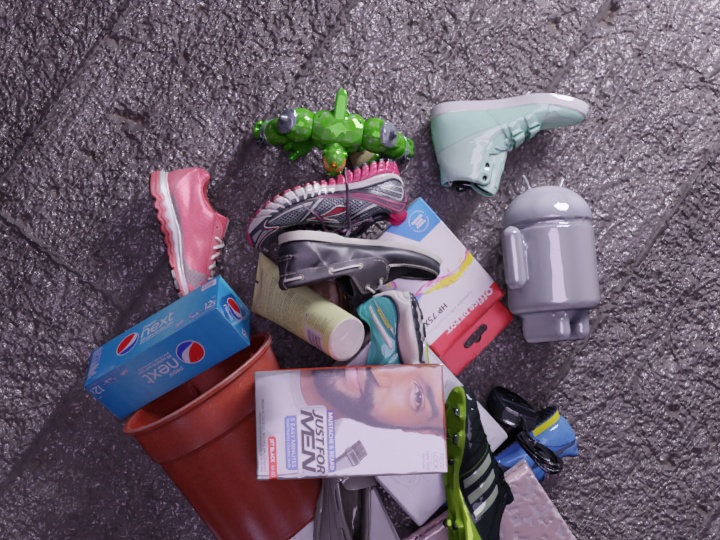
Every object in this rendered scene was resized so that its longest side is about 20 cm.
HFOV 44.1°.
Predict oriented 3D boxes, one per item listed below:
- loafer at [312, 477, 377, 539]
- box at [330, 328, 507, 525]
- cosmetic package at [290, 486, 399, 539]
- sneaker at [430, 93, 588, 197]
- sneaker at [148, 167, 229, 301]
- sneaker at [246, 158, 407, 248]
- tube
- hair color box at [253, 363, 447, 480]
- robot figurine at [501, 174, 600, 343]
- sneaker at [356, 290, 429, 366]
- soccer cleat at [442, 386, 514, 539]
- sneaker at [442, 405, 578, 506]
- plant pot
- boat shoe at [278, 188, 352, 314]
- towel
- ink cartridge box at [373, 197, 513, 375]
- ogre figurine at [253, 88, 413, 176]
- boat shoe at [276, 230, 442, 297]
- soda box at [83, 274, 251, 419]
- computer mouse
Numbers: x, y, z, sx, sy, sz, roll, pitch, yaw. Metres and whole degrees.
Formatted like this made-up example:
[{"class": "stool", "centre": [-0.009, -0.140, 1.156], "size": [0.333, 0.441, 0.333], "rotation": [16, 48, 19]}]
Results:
[{"class": "loafer", "centre": [-0.010, 0.222, 0.984], "size": [0.069, 0.069, 0.205], "rotation": [7, 98, 40]}, {"class": "box", "centre": [0.052, 0.174, 1.083], "size": [0.152, 0.106, 0.200], "rotation": [-43, 92, -3]}, {"class": "cosmetic package", "centre": [-0.055, 0.330, 1.076], "size": [0.197, 0.107, 0.092], "rotation": [-23, 91, -2]}, {"class": "sneaker", "centre": [0.188, -0.152, 1.110], "size": [0.196, 0.074, 0.121], "rotation": [-5, 83, 6]}, {"class": "sneaker", "centre": [-0.196, -0.031, 1.087], "size": [0.085, 0.074, 0.204], "rotation": [-15, 92, -8]}, {"class": "sneaker", "centre": [-0.039, -0.066, 1.042], "size": [0.196, 0.081, 0.076], "rotation": [-19, 83, -3]}, {"class": "tube", "centre": [-0.072, 0.044, 1.043], "size": [0.058, 0.199, 0.052], "rotation": [-49, 131, -13]}, {"class": "hair color box", "centre": [-0.010, 0.156, 0.926], "size": [0.195, 0.064, 0.114], "rotation": [-3, 83, 1]}, {"class": "robot figurine", "centre": [0.232, -0.015, 1.089], "size": [0.167, 0.112, 0.205], "rotation": [3, 82, -45]}, {"class": "sneaker", "centre": [0.041, 0.126, 1.004], "size": [0.078, 0.077, 0.205], "rotation": [-9, 85, 15]}, {"class": "soccer cleat", "centre": [0.131, 0.231, 1.010], "size": [0.079, 0.067, 0.205], "rotation": [-4, 92, -22]}, {"class": "sneaker", "centre": [0.183, 0.253, 1.112], "size": [0.198, 0.066, 0.079], "rotation": [-31, 95, -4]}, {"class": "plant pot", "centre": [-0.140, 0.210, 1.038], "size": [0.199, 0.201, 0.198], "rotation": [-31, 99, -3]}, {"class": "boat shoe", "centre": [-0.055, -0.006, 1.097], "size": [0.071, 0.068, 0.204], "rotation": [-19, 90, -3]}, {"class": "towel", "centre": [0.172, 0.357, 1.096], "size": [0.189, 0.032, 0.202], "rotation": [-34, 108, 0]}, {"class": "ink cartridge box", "centre": [0.096, 0.024, 1.107], "size": [0.116, 0.067, 0.200], "rotation": [-43, 92, -3]}, {"class": "ogre figurine", "centre": [-0.032, -0.164, 1.075], "size": [0.197, 0.120, 0.100], "rotation": [27, 87, -2]}, {"class": "boat shoe", "centre": [0.000, 0.000, 1.018], "size": [0.196, 0.072, 0.069], "rotation": [5, 74, -18]}, {"class": "soda box", "centre": [-0.227, 0.092, 1.049], "size": [0.198, 0.065, 0.068], "rotation": [-29, 123, 15]}, {"class": "computer mouse", "centre": [0.191, 0.192, 1.050], "size": [0.058, 0.200, 0.035], "rotation": [23, 102, -11]}]
